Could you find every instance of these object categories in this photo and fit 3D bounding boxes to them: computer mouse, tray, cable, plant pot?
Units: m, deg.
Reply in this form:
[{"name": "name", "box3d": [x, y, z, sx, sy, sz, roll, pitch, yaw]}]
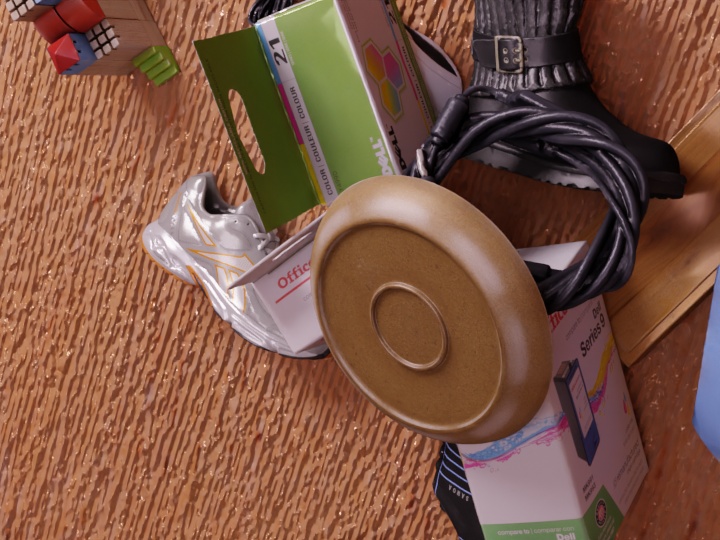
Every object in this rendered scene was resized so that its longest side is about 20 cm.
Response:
[{"name": "computer mouse", "box3d": [-0.002, -0.188, 1.330, 0.200, 0.044, 0.110, 42, 110, 16]}, {"name": "tray", "box3d": [0.237, -0.032, 1.238, 0.099, 0.037, 0.200, 48, 112, 13]}, {"name": "cable", "box3d": [0.102, -0.041, 1.134, 0.163, 0.051, 0.200, -47, 53, -8]}, {"name": "plant pot", "box3d": [0.038, 0.033, 1.122, 0.199, 0.027, 0.201, 23, 128, 32]}]

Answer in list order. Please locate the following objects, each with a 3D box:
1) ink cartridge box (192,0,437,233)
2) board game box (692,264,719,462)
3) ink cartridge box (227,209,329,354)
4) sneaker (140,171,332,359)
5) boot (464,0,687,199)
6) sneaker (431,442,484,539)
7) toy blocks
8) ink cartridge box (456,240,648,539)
[{"name": "ink cartridge box", "box3d": [-0.024, -0.122, 1.213, 0.075, 0.200, 0.148, -17, 97, 25]}, {"name": "board game box", "box3d": [0.328, 0.067, 1.203, 0.157, 0.039, 0.201, 11, 101, 24]}, {"name": "ink cartridge box", "box3d": [0.000, 0.000, 1.263, 0.116, 0.200, 0.068, -36, 80, 25]}, {"name": "sneaker", "box3d": [-0.089, -0.006, 1.378, 0.200, 0.076, 0.092, 37, 105, 16]}, {"name": "boot", "box3d": [0.155, -0.142, 1.219, 0.211, 0.079, 0.159, 19, 102, 37]}, {"name": "sneaker", "box3d": [0.088, 0.140, 1.310, 0.078, 0.070, 0.201, -15, 84, 38]}, {"name": "toy blocks", "box3d": [-0.246, -0.240, 1.389, 0.100, 0.137, 0.201, -29, 83, 25]}, {"name": "ink cartridge box", "box3d": [0.131, 0.098, 1.214, 0.087, 0.145, 0.201, -9, 109, 29]}]
